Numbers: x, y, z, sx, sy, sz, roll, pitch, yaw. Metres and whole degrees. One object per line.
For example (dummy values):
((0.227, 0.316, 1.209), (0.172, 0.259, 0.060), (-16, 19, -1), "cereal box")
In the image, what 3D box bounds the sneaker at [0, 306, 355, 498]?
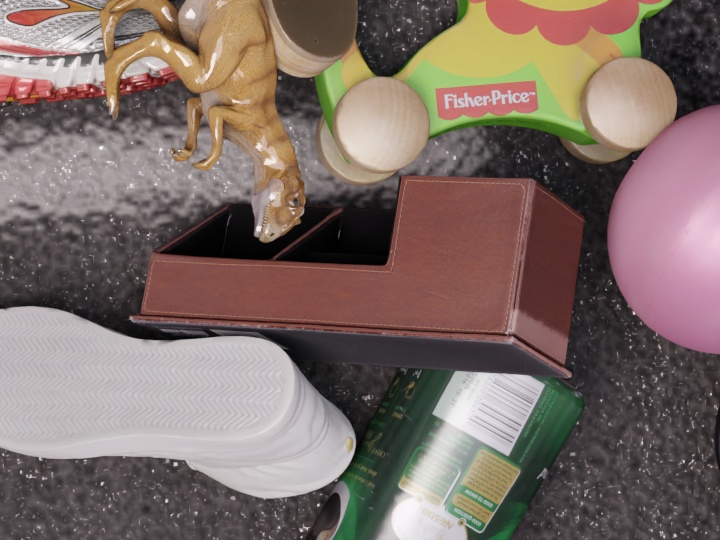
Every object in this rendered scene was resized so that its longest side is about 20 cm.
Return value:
((-0.102, 0.072, 1.417), (0.199, 0.116, 0.074), (7, 72, 25), "sneaker")

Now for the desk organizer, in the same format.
((0.000, 0.000, 1.380), (0.199, 0.072, 0.077), (3, 76, 27), "desk organizer")

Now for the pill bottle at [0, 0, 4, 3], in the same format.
((-0.139, -0.219, 1.370), (0.106, 0.106, 0.200), (48, 60, -9), "pill bottle")

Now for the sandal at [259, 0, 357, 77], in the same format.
((-0.044, -0.180, 1.424), (0.077, 0.070, 0.212), (19, 57, -32), "sandal")

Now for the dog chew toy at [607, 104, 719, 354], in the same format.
((0.215, 0.010, 1.415), (0.200, 0.125, 0.125), (41, 83, 20), "dog chew toy")

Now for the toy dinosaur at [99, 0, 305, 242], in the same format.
((-0.066, -0.114, 1.341), (0.106, 0.060, 0.201), (-7, 108, -1), "toy dinosaur")

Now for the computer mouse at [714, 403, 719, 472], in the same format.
((0.255, 0.061, 1.504), (0.200, 0.053, 0.139), (-33, 95, -21), "computer mouse")

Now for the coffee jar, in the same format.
((0.025, 0.127, 1.430), (0.085, 0.104, 0.200), (30, 86, -9), "coffee jar")

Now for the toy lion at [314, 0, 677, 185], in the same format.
((0.071, -0.147, 1.458), (0.199, 0.069, 0.193), (-6, 86, -10), "toy lion")

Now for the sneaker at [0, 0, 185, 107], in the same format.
((-0.148, -0.121, 1.403), (0.199, 0.078, 0.083), (-5, 91, -11), "sneaker")
